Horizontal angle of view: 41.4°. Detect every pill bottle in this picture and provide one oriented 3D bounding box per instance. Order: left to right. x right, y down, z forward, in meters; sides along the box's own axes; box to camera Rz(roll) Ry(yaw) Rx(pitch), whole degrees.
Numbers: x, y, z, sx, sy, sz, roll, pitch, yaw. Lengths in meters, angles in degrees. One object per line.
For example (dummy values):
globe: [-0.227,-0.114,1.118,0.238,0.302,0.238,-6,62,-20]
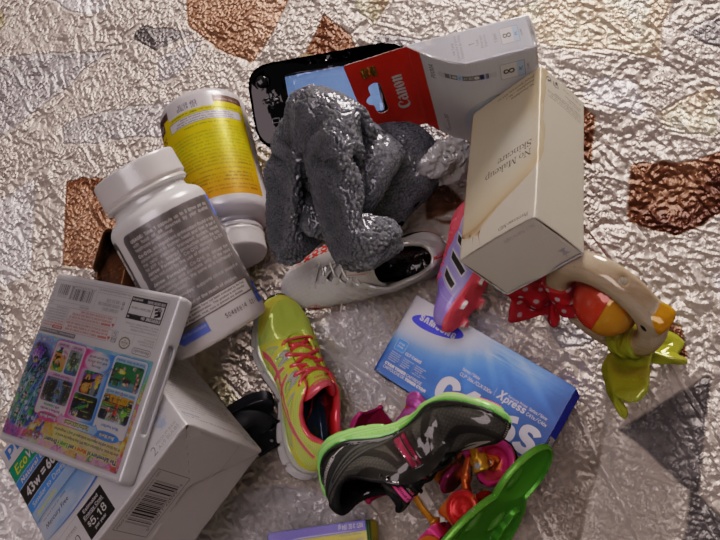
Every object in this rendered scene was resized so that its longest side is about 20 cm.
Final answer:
pill bottle: [-0.193,-0.019,1.008,0.112,0.114,0.203,-27,93,8]
pill bottle: [-0.169,-0.104,1.126,0.108,0.109,0.203,-20,68,11]

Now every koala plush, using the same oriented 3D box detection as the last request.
koala plush: [0.015,-0.108,1.014,0.176,0.198,0.188,7,106,50]

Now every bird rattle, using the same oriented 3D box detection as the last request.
bird rattle: [0.235,0.031,0.934,0.112,0.164,0.200,-39,74,-17]

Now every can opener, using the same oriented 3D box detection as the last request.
can opener: [-0.170,0.214,1.065,0.199,0.079,0.064,-36,103,9]

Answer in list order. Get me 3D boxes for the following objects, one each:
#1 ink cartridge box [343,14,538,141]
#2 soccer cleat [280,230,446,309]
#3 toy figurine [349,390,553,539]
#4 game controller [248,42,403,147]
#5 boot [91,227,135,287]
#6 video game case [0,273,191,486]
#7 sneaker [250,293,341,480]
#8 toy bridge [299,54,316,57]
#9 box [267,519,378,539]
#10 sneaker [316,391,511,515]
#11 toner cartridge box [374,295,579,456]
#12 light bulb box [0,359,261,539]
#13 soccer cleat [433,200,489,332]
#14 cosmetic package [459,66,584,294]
ink cartridge box: [0.095,-0.187,1.027,0.196,0.160,0.048,-14,66,8]
soccer cleat: [0.000,0.000,1.046,0.196,0.085,0.070,-12,93,12]
toy figurine: [0.064,0.195,0.945,0.184,0.149,0.202,41,103,33]
game controller: [-0.031,-0.206,1.124,0.196,0.042,0.106,-11,71,-3]
boot: [-0.258,-0.025,1.106,0.072,0.155,0.204,-17,69,12]
video game case: [-0.270,0.103,0.962,0.197,0.024,0.185,8,76,36]
sneaker: [-0.057,0.116,1.023,0.090,0.077,0.204,-36,67,54]
toy bridge: [-0.058,-0.165,1.153,0.066,0.027,0.204,4,74,18]
box: [-0.031,0.366,0.973,0.115,0.048,0.204,-12,72,15]
sneaker: [0.051,0.173,0.863,0.198,0.077,0.085,-26,46,24]
toner cartridge box: [0.120,0.117,1.000,0.198,0.043,0.096,29,83,24]
light bulb box: [-0.245,0.192,1.003,0.199,0.124,0.200,-52,50,2]
soccer cleat: [0.116,-0.023,1.015,0.075,0.067,0.202,23,64,19]
cosmetic package: [0.163,-0.091,0.947,0.103,0.073,0.203,-33,36,41]
